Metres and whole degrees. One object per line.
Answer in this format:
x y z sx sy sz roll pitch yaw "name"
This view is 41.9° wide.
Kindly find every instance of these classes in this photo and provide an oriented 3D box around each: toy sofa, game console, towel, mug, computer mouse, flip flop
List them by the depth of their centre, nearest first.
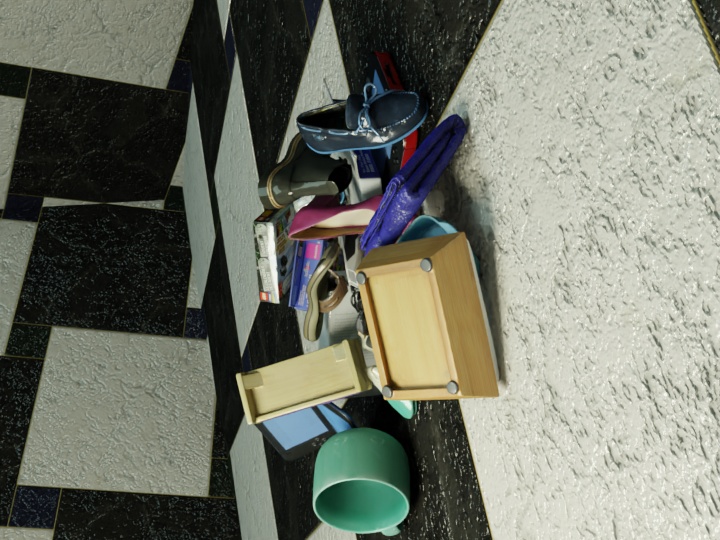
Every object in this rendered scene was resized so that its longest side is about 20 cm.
0.062 -0.105 1.221 0.149 0.049 0.200 -58 1 -28 "towel"
0.000 0.000 1.422 0.110 0.043 0.202 77 -177 -50 "computer mouse"
0.036 -0.212 1.431 0.178 0.031 0.202 106 154 -48 "game console"
-0.048 0.037 1.432 0.082 0.057 0.202 -62 -12 -47 "flip flop"
-0.085 0.173 1.468 0.098 0.197 0.084 23 -130 -77 "toy sofa"
0.002 0.329 1.472 0.187 0.149 0.116 97 176 -45 "mug"
-0.075 0.278 1.565 0.201 0.169 0.119 60 -174 -47 "game console"

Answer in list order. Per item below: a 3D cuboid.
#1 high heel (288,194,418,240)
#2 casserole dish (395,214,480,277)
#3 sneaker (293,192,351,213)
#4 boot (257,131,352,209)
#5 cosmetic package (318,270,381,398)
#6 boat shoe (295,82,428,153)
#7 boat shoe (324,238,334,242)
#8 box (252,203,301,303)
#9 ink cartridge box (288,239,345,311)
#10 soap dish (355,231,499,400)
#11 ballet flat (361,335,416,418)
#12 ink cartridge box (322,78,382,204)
-0.010 -0.065 1.371 0.198 0.096 0.068 17 145 27 "high heel"
0.085 0.017 1.210 0.122 0.039 0.201 51 130 22 "casserole dish"
-0.044 -0.109 1.568 0.200 0.072 0.073 -3 -106 -70 "sneaker"
-0.050 -0.161 1.427 0.078 0.137 0.201 63 -141 -30 "boot"
-0.015 0.105 1.557 0.071 0.100 0.203 -131 41 -63 "cosmetic package"
-0.003 -0.208 1.314 0.069 0.197 0.085 42 -139 -47 "boat shoe"
-0.072 -0.045 1.780 0.062 0.073 0.205 -17 63 36 "boat shoe"
-0.117 -0.052 1.553 0.200 0.039 0.139 -52 -37 -60 "box"
-0.068 0.013 1.609 0.200 0.041 0.122 21 -103 -71 "ink cartridge box"
0.078 0.065 1.149 0.156 0.081 0.203 -9 95 44 "soap dish"
0.035 0.131 1.447 0.067 0.069 0.203 143 120 -63 "ballet flat"
-0.005 -0.171 1.476 0.202 0.040 0.201 80 173 -49 "ink cartridge box"
